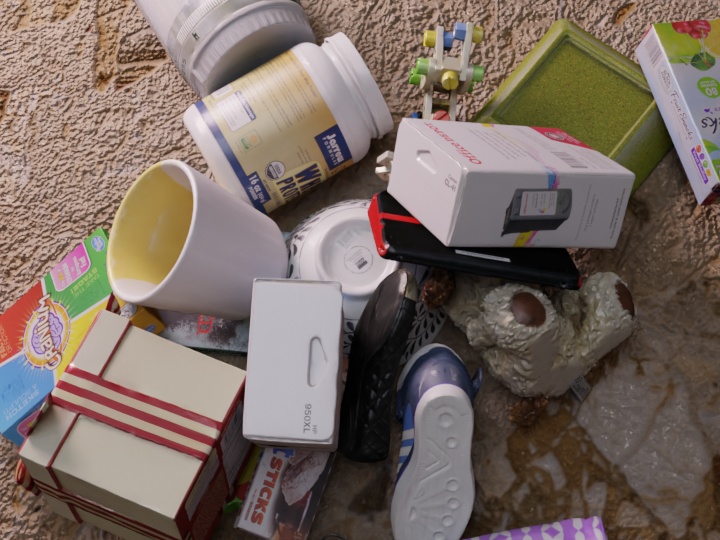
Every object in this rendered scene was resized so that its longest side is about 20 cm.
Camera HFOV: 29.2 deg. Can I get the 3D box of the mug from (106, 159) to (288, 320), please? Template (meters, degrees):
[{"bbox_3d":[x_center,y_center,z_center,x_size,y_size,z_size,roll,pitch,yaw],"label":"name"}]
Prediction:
[{"bbox_3d":[-0.163,-0.031,1.434,0.150,0.153,0.187,-47,44,24],"label":"mug"}]

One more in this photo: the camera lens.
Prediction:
[{"bbox_3d":[-0.160,-0.300,1.573,0.159,0.160,0.201,-32,67,-4],"label":"camera lens"}]

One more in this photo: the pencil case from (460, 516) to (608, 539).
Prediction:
[{"bbox_3d":[0.148,0.293,1.327,0.199,0.084,0.086,-14,33,5],"label":"pencil case"}]

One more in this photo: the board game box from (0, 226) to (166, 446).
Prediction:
[{"bbox_3d":[-0.315,0.070,1.470,0.200,0.040,0.153,-41,46,4],"label":"board game box"}]

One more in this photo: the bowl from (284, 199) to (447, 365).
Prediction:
[{"bbox_3d":[0.000,0.000,1.453,0.199,0.094,0.202,0,70,1],"label":"bowl"}]

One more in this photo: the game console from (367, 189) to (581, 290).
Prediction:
[{"bbox_3d":[0.109,-0.029,1.369,0.198,0.177,0.031,9,112,-7],"label":"game console"}]

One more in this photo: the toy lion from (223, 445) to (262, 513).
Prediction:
[{"bbox_3d":[-0.169,0.172,1.446,0.191,0.069,0.200,-32,67,-12],"label":"toy lion"}]

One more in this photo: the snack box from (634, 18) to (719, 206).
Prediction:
[{"bbox_3d":[0.393,-0.173,1.465,0.141,0.053,0.201,-8,66,-19],"label":"snack box"}]

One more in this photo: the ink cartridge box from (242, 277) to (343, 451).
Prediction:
[{"bbox_3d":[-0.059,0.093,1.296,0.084,0.200,0.146,3,80,0],"label":"ink cartridge box"}]

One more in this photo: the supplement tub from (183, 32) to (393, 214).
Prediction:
[{"bbox_3d":[-0.078,-0.159,1.512,0.199,0.145,0.145,-30,67,-3],"label":"supplement tub"}]

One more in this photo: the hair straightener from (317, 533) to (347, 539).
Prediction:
[{"bbox_3d":[-0.088,0.332,1.358,0.200,0.077,0.041,-40,86,-11],"label":"hair straightener"}]

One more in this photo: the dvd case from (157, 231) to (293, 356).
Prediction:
[{"bbox_3d":[-0.164,0.020,1.522,0.198,0.022,0.147,6,70,9],"label":"dvd case"}]

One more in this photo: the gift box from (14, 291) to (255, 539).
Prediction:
[{"bbox_3d":[-0.212,0.148,1.318,0.186,0.201,0.185,20,59,12],"label":"gift box"}]

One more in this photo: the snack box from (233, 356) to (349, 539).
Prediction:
[{"bbox_3d":[-0.061,0.178,1.405,0.071,0.024,0.201,22,74,-10],"label":"snack box"}]

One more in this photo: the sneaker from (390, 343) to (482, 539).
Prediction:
[{"bbox_3d":[0.072,0.174,1.398,0.080,0.147,0.201,5,112,-5],"label":"sneaker"}]

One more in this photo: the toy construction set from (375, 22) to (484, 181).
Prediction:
[{"bbox_3d":[0.081,-0.159,1.488,0.092,0.131,0.201,21,68,-1],"label":"toy construction set"}]

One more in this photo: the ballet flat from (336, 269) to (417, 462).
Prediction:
[{"bbox_3d":[0.021,0.095,1.388,0.066,0.056,0.201,29,105,59],"label":"ballet flat"}]

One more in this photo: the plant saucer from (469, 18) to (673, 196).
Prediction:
[{"bbox_3d":[0.239,-0.171,1.518,0.200,0.048,0.200,37,78,21],"label":"plant saucer"}]

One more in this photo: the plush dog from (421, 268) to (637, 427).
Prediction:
[{"bbox_3d":[0.155,0.047,1.408,0.199,0.161,0.172,-6,44,-38],"label":"plush dog"}]

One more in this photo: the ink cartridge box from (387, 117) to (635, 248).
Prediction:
[{"bbox_3d":[0.147,-0.086,1.375,0.199,0.086,0.148,-1,25,-26],"label":"ink cartridge box"}]
